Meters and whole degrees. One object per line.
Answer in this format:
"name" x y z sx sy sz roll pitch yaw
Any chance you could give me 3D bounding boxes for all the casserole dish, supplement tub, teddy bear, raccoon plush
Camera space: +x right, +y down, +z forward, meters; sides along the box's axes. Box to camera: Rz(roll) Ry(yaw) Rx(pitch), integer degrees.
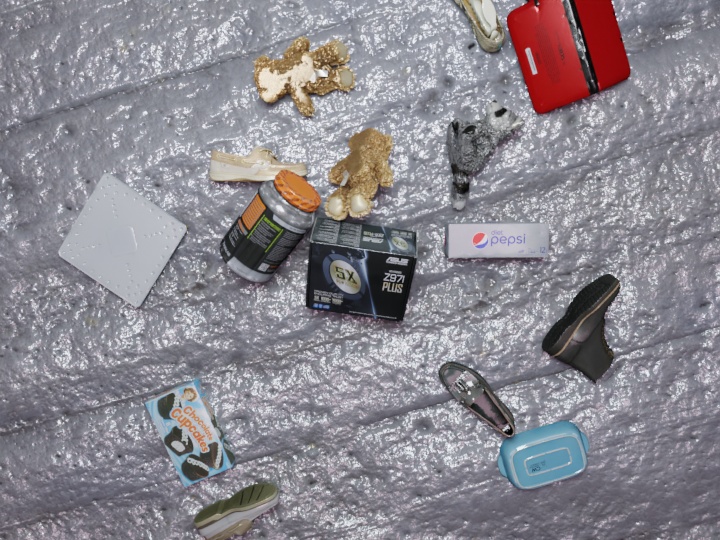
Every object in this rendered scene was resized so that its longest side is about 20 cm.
"casserole dish" 0.390 0.396 1.119 0.198 0.039 0.122 -18 95 4
"supplement tub" -0.169 -0.085 1.010 0.122 0.123 0.200 41 113 -3
"teddy bear" 0.002 -0.176 1.008 0.144 0.202 0.067 -23 135 28
"teddy bear" -0.107 -0.381 1.034 0.199 0.067 0.146 -31 104 -2
"raccoon plush" 0.243 -0.229 1.047 0.132 0.097 0.202 -7 126 -11

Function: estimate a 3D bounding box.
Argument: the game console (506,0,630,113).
"game console" 0.401 -0.432 1.021 0.171 0.119 0.202 -15 102 34

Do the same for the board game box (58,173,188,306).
"board game box" -0.485 -0.062 1.090 0.199 0.026 0.201 34 96 -2

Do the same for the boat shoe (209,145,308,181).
"boat shoe" -0.203 -0.211 1.043 0.197 0.074 0.070 0 102 2

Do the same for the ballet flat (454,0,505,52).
"ballet flat" 0.219 -0.512 1.000 0.067 0.075 0.201 -30 95 5

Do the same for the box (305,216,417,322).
"box" 0.000 0.000 1.023 0.198 0.087 0.165 9 127 0

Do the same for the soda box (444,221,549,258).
"soda box" 0.268 -0.062 1.056 0.197 0.063 0.069 -1 98 2

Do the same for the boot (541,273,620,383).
"boot" 0.484 0.119 1.075 0.138 0.078 0.201 35 109 -7

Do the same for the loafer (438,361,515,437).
"loafer" 0.247 0.265 1.094 0.200 0.063 0.072 41 95 -4

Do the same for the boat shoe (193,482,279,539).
"boat shoe" -0.254 0.519 1.133 0.198 0.075 0.069 -24 102 11

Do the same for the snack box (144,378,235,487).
"snack box" -0.360 0.344 1.128 0.115 0.037 0.202 -23 95 3

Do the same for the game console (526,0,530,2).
"game console" 0.344 -0.645 1.011 0.200 0.119 0.172 -41 125 6
